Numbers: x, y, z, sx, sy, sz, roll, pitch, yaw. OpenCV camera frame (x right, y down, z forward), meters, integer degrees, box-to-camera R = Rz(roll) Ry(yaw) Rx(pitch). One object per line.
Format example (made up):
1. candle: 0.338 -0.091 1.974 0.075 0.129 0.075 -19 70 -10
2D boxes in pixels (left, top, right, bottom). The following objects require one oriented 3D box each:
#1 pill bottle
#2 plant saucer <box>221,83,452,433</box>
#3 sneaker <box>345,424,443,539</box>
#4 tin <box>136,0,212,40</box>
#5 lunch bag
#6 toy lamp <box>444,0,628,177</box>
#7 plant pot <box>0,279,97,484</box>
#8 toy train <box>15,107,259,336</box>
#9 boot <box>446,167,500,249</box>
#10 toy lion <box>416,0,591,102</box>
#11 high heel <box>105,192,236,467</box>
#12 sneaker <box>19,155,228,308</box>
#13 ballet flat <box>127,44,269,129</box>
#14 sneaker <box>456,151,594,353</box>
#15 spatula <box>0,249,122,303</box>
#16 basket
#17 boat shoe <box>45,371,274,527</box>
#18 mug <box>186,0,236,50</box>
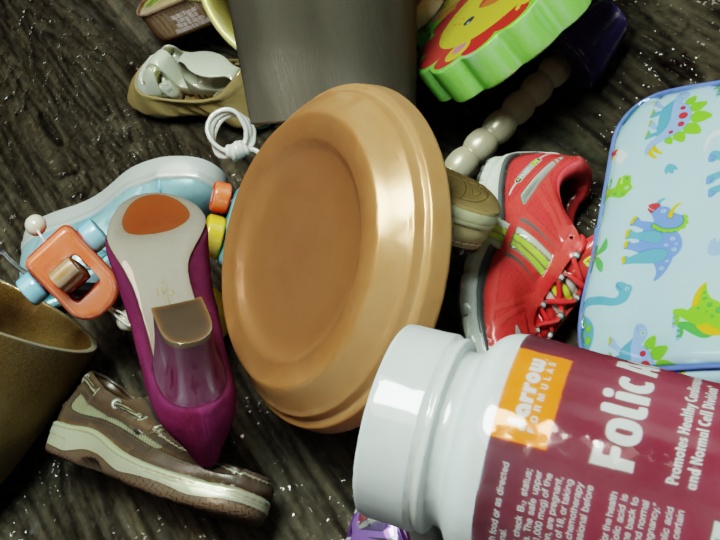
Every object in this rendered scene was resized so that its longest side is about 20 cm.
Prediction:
1. pill bottle: 0.105 0.095 0.569 0.198 0.115 0.115 14 61 16
2. plant saucer: -0.025 -0.009 0.696 0.199 0.037 0.202 -16 70 52
3. sneaker: 0.014 0.138 0.669 0.083 0.081 0.201 -30 44 18
4. tin: -0.126 -0.261 1.095 0.199 0.042 0.112 -4 39 50
5. lunch bag: 0.209 -0.010 0.654 0.159 0.083 0.201 -5 52 32
6. toy lamp: 0.103 -0.108 0.828 0.200 0.058 0.058 -45 43 -8
7. plant pot: -0.314 0.104 0.861 0.186 0.186 0.201 30 94 45
8. toy train: -0.131 -0.015 0.844 0.199 0.151 0.056 -38 13 -5
9. boot: 0.000 0.000 0.749 0.200 0.072 0.157 30 101 57
10. toy lion: 0.111 -0.196 0.838 0.200 0.069 0.192 -46 20 -6
11. high heel: -0.120 0.029 0.762 0.067 0.097 0.201 -7 33 -9
12. sneaker: -0.184 -0.018 0.946 0.199 0.074 0.083 -24 51 28
13. ballet flat: -0.144 -0.166 1.042 0.199 0.063 0.069 13 64 41
14. sneaker: 0.107 0.005 0.721 0.084 0.077 0.202 -5 54 19
15. spatula: -0.227 0.004 0.882 0.056 0.198 0.021 33 106 63
16. basket: -0.025 -0.200 0.795 0.135 0.202 0.180 0 10 28
17. boat shoe: -0.129 0.105 0.786 0.201 0.075 0.075 11 74 39
18. mug: -0.058 -0.227 0.941 0.150 0.186 0.153 -50 0 -1
